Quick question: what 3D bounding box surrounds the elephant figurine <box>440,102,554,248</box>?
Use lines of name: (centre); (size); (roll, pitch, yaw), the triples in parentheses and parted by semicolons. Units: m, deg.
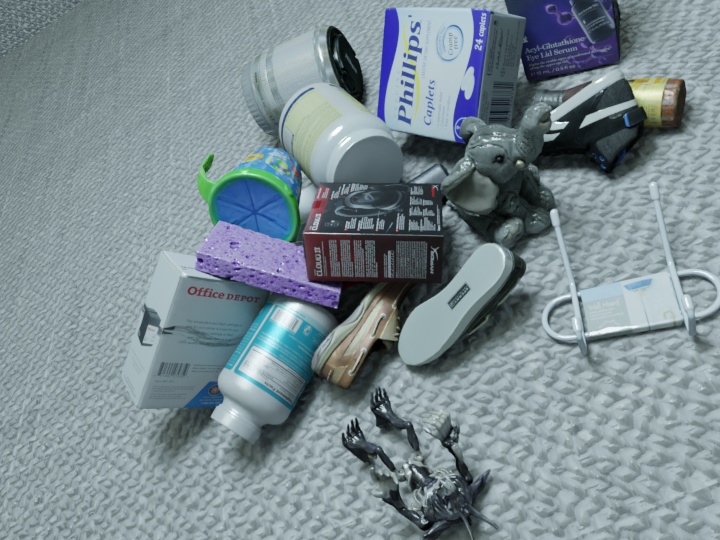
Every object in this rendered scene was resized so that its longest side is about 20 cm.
elephant figurine: (0.172, -0.138, 0.802); (0.154, 0.200, 0.143); (-28, 47, 10)

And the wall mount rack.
wall mount rack: (0.297, 0.001, 0.707); (0.197, 0.075, 0.176); (-14, 51, 22)

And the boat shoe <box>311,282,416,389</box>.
boat shoe: (0.020, 0.079, 0.836); (0.072, 0.076, 0.200); (38, 71, 14)

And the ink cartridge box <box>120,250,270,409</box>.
ink cartridge box: (-0.233, 0.087, 0.875); (0.084, 0.144, 0.202); (36, 109, 45)

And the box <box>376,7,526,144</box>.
box: (0.132, -0.298, 0.948); (0.199, 0.104, 0.187); (21, 114, 41)

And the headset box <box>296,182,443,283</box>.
headset box: (0.013, -0.055, 0.838); (0.197, 0.078, 0.150); (0, 33, 5)

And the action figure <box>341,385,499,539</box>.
action figure: (0.060, 0.216, 0.679); (0.119, 0.103, 0.199); (-41, 43, -18)

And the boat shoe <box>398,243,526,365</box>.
boat shoe: (0.128, 0.053, 0.776); (0.200, 0.063, 0.071); (-48, 46, 26)

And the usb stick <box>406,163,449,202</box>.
usb stick: (0.054, -0.090, 0.938); (0.199, 0.056, 0.033); (-33, 4, 1)

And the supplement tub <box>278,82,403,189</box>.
supplement tub: (-0.032, -0.197, 0.979); (0.145, 0.145, 0.200); (-39, 46, 0)

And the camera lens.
camera lens: (-0.104, -0.357, 1.169); (0.197, 0.160, 0.162); (-14, 50, 22)

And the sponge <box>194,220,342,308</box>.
sponge: (-0.118, -0.010, 0.854); (0.197, 0.030, 0.112); (16, 26, -2)

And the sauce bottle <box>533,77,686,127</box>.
sauce bottle: (0.342, -0.235, 0.862); (0.198, 0.066, 0.067); (12, 64, 35)

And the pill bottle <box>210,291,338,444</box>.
pill bottle: (-0.121, 0.131, 0.848); (0.110, 0.111, 0.201); (17, 67, 39)

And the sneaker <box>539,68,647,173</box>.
sneaker: (0.290, -0.168, 0.843); (0.199, 0.073, 0.113); (-34, 83, 43)

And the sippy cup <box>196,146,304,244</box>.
sippy cup: (-0.146, -0.117, 0.934); (0.138, 0.179, 0.131); (-22, 31, 23)

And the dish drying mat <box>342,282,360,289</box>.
dish drying mat: (0.000, 0.000, 0.919); (0.198, 0.018, 0.077); (-20, 23, 19)

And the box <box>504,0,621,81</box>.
box: (0.301, -0.407, 0.922); (0.146, 0.200, 0.105); (-5, 54, 29)

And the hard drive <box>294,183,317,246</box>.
hard drive: (-0.064, -0.102, 1.046); (0.198, 0.025, 0.133); (-31, 46, 8)
